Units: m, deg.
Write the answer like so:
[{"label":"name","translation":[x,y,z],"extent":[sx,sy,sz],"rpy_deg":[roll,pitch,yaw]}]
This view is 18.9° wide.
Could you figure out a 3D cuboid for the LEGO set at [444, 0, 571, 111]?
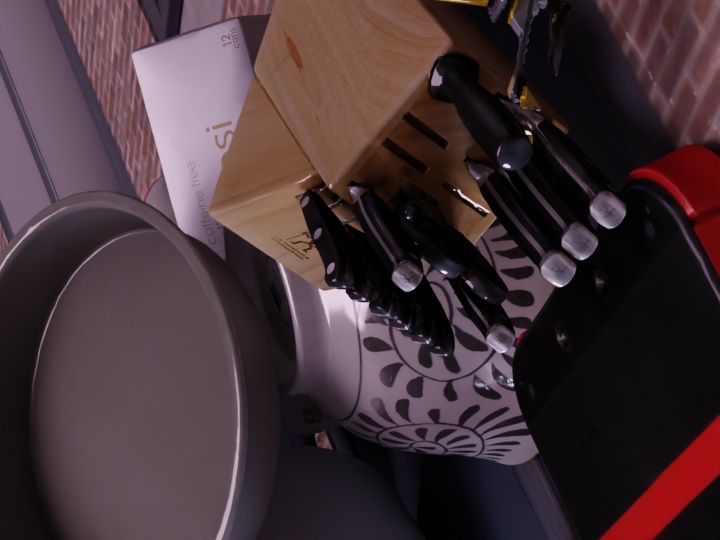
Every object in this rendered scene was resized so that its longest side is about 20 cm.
[{"label":"LEGO set","translation":[0.057,-0.159,0.665],"extent":[0.200,0.115,0.154],"rpy_deg":[105,171,-61]}]

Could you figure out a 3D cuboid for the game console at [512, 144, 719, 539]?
[{"label":"game console","translation":[0.118,0.068,0.754],"extent":[0.177,0.031,0.200],"rpy_deg":[65,160,18]}]

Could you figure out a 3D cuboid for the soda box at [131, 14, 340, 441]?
[{"label":"soda box","translation":[-0.045,-0.020,1.052],"extent":[0.068,0.064,0.201],"rpy_deg":[-19,-87,-66]}]

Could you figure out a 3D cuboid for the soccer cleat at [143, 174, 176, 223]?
[{"label":"soccer cleat","translation":[-0.065,0.039,1.211],"extent":[0.086,0.070,0.201],"rpy_deg":[20,129,57]}]

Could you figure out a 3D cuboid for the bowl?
[{"label":"bowl","translation":[0.000,0.000,0.931],"extent":[0.201,0.094,0.201],"rpy_deg":[163,90,-72]}]

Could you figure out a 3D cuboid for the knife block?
[{"label":"knife block","translation":[0.031,-0.063,0.780],"extent":[0.175,0.064,0.200],"rpy_deg":[-16,49,46]}]

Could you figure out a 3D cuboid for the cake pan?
[{"label":"cake pan","translation":[-0.107,0.066,0.955],"extent":[0.200,0.037,0.201],"rpy_deg":[-2,87,44]}]

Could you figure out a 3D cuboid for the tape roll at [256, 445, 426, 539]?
[{"label":"tape roll","translation":[-0.039,0.203,1.033],"extent":[0.139,0.202,0.203],"rpy_deg":[-126,27,-44]}]

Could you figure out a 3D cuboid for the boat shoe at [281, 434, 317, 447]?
[{"label":"boat shoe","translation":[-0.041,0.048,1.131],"extent":[0.075,0.062,0.201],"rpy_deg":[110,157,-82]}]

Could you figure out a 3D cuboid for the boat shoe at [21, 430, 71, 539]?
[{"label":"boat shoe","translation":[-0.133,0.073,1.059],"extent":[0.062,0.200,0.072],"rpy_deg":[26,161,16]}]
